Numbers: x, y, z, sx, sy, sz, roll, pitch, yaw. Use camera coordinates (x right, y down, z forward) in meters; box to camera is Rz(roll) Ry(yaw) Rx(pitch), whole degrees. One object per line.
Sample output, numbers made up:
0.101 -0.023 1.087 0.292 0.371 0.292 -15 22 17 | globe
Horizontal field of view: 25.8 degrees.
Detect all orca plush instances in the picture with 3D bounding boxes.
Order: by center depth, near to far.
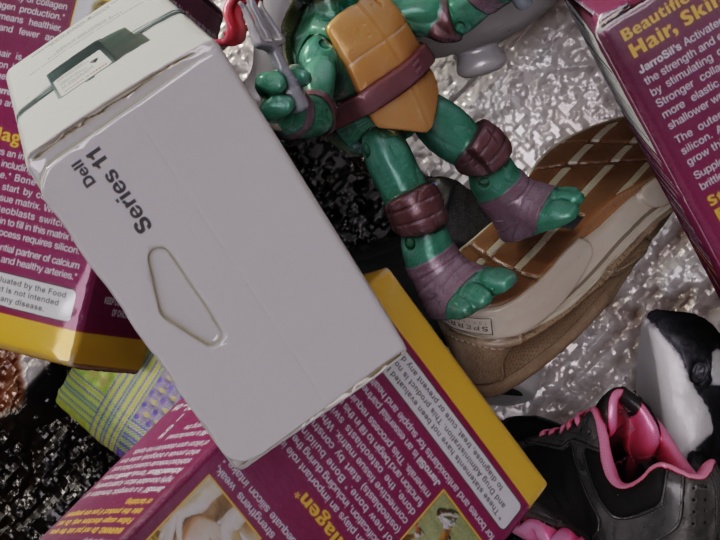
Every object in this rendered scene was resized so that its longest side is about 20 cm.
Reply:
0.186 0.115 0.792 0.070 0.105 0.203 -9 90 -3 | orca plush

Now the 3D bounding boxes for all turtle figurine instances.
0.016 -0.086 0.691 0.149 0.100 0.201 -38 108 -17 | turtle figurine

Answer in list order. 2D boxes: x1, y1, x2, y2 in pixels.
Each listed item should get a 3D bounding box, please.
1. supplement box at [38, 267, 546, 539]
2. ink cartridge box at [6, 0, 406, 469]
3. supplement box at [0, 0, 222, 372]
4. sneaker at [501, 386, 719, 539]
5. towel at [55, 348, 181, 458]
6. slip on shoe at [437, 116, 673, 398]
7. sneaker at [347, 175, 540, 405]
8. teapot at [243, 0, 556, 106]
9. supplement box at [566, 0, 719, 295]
-0.035 0.115 0.684 0.200 0.103 0.132 -44 105 -29 | supplement box
-0.071 -0.028 0.647 0.083 0.200 0.147 -33 112 -3 | ink cartridge box
-0.165 -0.060 0.812 0.129 0.103 0.203 14 88 13 | supplement box
0.118 0.096 0.753 0.078 0.200 0.097 -5 106 -19 | sneaker
-0.056 0.072 0.859 0.199 0.023 0.145 33 94 7 | towel
0.111 -0.012 0.788 0.075 0.200 0.061 14 132 36 | slip on shoe
0.000 0.000 0.818 0.197 0.073 0.113 11 69 -9 | sneaker
0.047 -0.170 0.776 0.198 0.196 0.148 -10 102 44 | teapot
0.195 -0.066 0.703 0.130 0.103 0.201 -29 107 7 | supplement box
